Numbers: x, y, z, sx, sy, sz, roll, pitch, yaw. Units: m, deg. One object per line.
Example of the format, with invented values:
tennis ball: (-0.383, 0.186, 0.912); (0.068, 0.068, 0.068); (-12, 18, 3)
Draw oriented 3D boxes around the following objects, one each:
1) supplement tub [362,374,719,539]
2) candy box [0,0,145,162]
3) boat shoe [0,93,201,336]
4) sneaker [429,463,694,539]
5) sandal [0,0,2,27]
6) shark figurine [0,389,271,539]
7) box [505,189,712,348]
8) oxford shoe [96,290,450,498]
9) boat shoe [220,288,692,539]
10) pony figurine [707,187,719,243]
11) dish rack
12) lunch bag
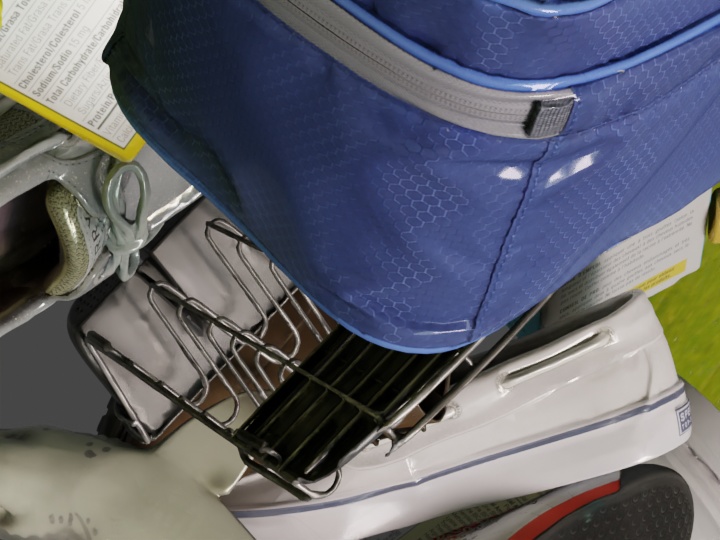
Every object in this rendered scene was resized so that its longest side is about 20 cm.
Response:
supplement tub: (0.070, 0.141, 1.059); (0.200, 0.145, 0.145); (-36, 147, -12)
candy box: (-0.046, -0.131, 0.696); (0.102, 0.026, 0.200); (30, 105, -31)
boat shoe: (-0.111, -0.003, 0.762); (0.202, 0.065, 0.074); (-27, 145, -32)
sneaker: (0.019, 0.117, 0.955); (0.201, 0.108, 0.067); (-34, 126, -25)
sandal: (-0.132, -0.059, 0.650); (0.087, 0.080, 0.200); (-1, 113, -14)
shark figurine: (-0.047, 0.131, 0.864); (0.128, 0.215, 0.090); (-27, 163, -17)
box: (0.085, -0.062, 0.929); (0.082, 0.049, 0.200); (-28, 145, -23)
oxford shoe: (-0.019, 0.035, 0.896); (0.200, 0.084, 0.073); (-47, 152, 10)
boat shoe: (0.017, 0.054, 0.953); (0.200, 0.065, 0.074); (-16, -173, 3)
pony figurine: (0.233, -0.036, 0.962); (0.200, 0.167, 0.193); (2, 175, -1)
dish rack: (0.000, 0.000, 0.773); (0.153, 0.200, 0.055); (-48, 119, -9)
lunch bag: (0.047, -0.093, 0.647); (0.200, 0.136, 0.132); (-34, 156, -37)
